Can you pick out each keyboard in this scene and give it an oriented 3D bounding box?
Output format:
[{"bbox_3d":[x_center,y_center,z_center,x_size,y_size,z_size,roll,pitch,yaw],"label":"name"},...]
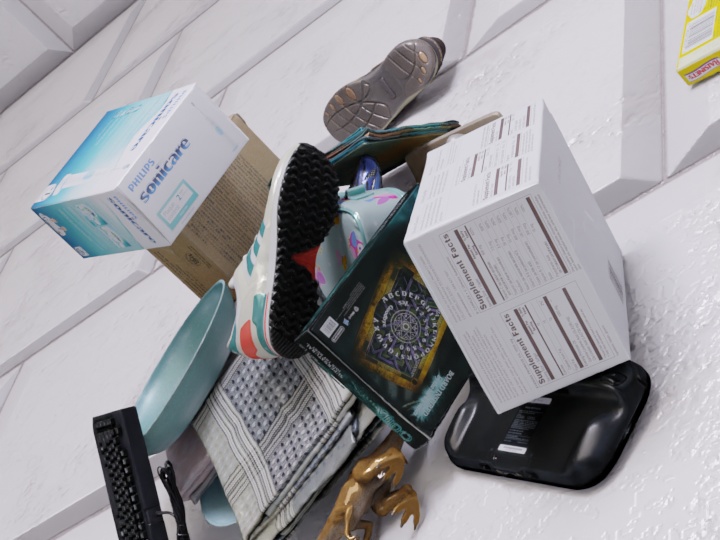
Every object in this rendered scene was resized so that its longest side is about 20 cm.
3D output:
[{"bbox_3d":[-0.194,0.223,1.369,0.021,0.201,0.127,-12,-5,-42],"label":"keyboard"}]

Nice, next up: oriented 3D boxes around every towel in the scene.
[{"bbox_3d":[0.006,-0.123,1.627,0.146,0.022,0.200,-26,-7,33],"label":"towel"},{"bbox_3d":[-0.069,0.126,1.316,0.193,0.034,0.200,-51,40,16],"label":"towel"},{"bbox_3d":[-0.127,0.109,1.482,0.200,0.032,0.191,-52,25,14],"label":"towel"}]

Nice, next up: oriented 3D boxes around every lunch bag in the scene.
[{"bbox_3d":[0.000,0.000,1.402,0.077,0.161,0.200,-14,7,-27],"label":"lunch bag"}]

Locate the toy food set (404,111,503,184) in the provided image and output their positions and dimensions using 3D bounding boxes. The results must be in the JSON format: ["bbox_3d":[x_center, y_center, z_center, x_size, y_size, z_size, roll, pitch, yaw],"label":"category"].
[{"bbox_3d":[0.067,-0.067,1.525,0.143,0.060,0.200,-22,32,44],"label":"toy food set"}]

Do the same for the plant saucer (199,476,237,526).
[{"bbox_3d":[-0.077,0.156,1.411,0.201,0.039,0.201,-45,25,27],"label":"plant saucer"}]

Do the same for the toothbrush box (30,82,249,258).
[{"bbox_3d":[-0.227,-0.098,1.537,0.200,0.085,0.147,-8,43,54],"label":"toothbrush box"}]

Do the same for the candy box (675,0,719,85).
[{"bbox_3d":[0.351,-0.259,1.400,0.102,0.026,0.200,-24,32,37],"label":"candy box"}]

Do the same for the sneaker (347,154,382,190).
[{"bbox_3d":[-0.038,-0.032,1.553,0.200,0.078,0.075,-62,4,3],"label":"sneaker"}]

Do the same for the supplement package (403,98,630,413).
[{"bbox_3d":[0.124,-0.016,1.161,0.111,0.156,0.200,-24,18,18],"label":"supplement package"}]

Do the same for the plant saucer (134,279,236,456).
[{"bbox_3d":[-0.170,0.103,1.459,0.200,0.036,0.200,-55,12,18],"label":"plant saucer"}]

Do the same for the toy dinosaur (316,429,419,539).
[{"bbox_3d":[0.012,0.166,1.237,0.200,0.060,0.106,-55,23,-21],"label":"toy dinosaur"}]

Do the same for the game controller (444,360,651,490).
[{"bbox_3d":[0.138,0.112,1.153,0.200,0.042,0.105,-1,64,60],"label":"game controller"}]

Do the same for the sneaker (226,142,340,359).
[{"bbox_3d":[-0.079,-0.016,1.328,0.093,0.070,0.200,-11,66,44],"label":"sneaker"}]

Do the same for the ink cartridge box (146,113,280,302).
[{"bbox_3d":[-0.123,-0.039,1.626,0.075,0.200,0.165,-19,34,45],"label":"ink cartridge box"}]

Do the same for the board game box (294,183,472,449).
[{"bbox_3d":[0.047,0.035,1.260,0.028,0.135,0.200,-39,10,50],"label":"board game box"}]

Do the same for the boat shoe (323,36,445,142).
[{"bbox_3d":[0.036,-0.219,1.841,0.200,0.075,0.073,-31,1,41],"label":"boat shoe"}]
